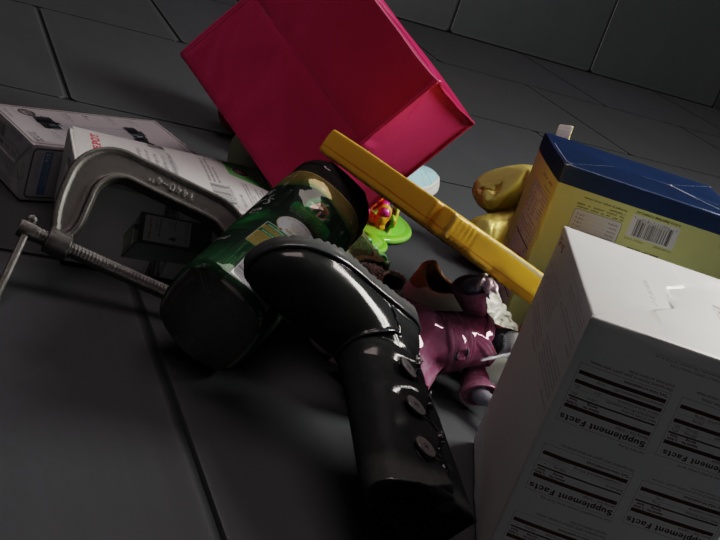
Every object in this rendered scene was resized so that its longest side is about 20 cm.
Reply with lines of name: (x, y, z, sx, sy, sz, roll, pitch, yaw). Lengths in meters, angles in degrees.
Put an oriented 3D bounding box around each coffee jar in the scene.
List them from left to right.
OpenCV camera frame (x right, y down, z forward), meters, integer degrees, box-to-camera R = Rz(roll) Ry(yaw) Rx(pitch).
coffee jar: (-0.074, -0.011, 0.945, 0.085, 0.104, 0.200, 43, 42, -1)

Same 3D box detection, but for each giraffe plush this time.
giraffe plush: (0.237, -0.055, 1.398, 0.172, 0.200, 0.162, 29, -7, 35)

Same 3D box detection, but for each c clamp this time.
c clamp: (-0.193, -0.017, 0.962, 0.199, 0.027, 0.172, 20, 62, -20)

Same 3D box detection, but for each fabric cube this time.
fabric cube: (-0.028, -0.189, 1.183, 0.200, 0.200, 0.196, 54, 9, 15)

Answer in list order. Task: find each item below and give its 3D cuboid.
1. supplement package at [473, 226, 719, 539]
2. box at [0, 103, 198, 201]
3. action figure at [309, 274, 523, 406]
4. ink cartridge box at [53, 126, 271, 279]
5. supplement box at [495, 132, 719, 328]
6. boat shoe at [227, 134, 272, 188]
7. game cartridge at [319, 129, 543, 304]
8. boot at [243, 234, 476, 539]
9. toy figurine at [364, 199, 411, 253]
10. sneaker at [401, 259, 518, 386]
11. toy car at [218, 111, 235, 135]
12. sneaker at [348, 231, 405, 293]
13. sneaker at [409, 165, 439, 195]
supplement package: (0.185, 0.107, 0.824, 0.146, 0.201, 0.191, 19, 20, -2)
box: (-0.280, -0.119, 1.187, 0.199, 0.060, 0.117, -1, 28, -43)
action figure: (0.067, 0.070, 0.992, 0.199, 0.135, 0.149, 2, -1, -33)
ink cartridge box: (-0.184, -0.057, 1.079, 0.199, 0.084, 0.146, 11, 22, -22)
supplement box: (0.258, -0.008, 1.190, 0.199, 0.201, 0.134, 18, 20, -6)
boat shoe: (-0.103, -0.111, 1.327, 0.062, 0.071, 0.200, 13, 16, -25)
game cartridge: (0.075, -0.040, 1.004, 0.200, 0.033, 0.176, 29, 7, -44)
boot: (-0.004, 0.081, 0.792, 0.164, 0.066, 0.201, 26, 36, -31)
toy figurine: (0.019, -0.137, 1.330, 0.149, 0.185, 0.200, 18, 20, -5)
sneaker: (0.121, 0.056, 1.070, 0.200, 0.085, 0.073, 31, 21, 25)
toy car: (-0.110, -0.222, 1.516, 0.150, 0.176, 0.200, -33, 46, -21)
sneaker: (0.000, 0.000, 1.132, 0.088, 0.077, 0.200, 21, 27, -8)
sneaker: (0.041, -0.144, 1.520, 0.199, 0.082, 0.074, -1, 29, -44)
